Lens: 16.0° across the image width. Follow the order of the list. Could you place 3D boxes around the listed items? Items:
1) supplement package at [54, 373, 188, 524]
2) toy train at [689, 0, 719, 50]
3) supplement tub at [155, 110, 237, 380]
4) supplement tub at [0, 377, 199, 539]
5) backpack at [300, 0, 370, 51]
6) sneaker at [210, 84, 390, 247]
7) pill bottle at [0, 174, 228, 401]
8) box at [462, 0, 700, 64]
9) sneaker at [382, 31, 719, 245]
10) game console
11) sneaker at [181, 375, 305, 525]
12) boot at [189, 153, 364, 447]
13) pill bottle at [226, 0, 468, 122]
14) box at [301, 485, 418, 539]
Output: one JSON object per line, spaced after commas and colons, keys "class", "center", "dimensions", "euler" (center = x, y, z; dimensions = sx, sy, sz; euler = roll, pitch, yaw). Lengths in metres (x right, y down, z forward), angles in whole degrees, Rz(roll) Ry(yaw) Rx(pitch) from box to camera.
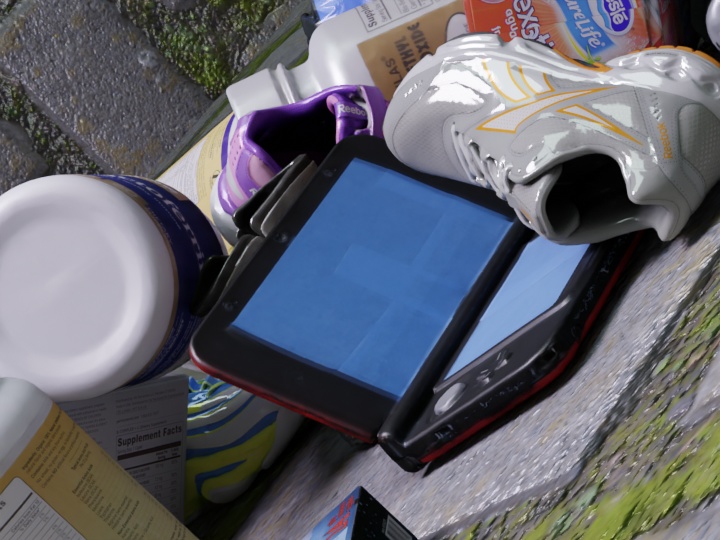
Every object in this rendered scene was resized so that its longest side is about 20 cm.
{"class": "supplement package", "center": [-0.223, 0.109, 1.463], "dimensions": [0.199, 0.112, 0.155], "euler": [6, 7, 31]}
{"class": "toy train", "center": [0.198, -0.180, 1.299], "dimensions": [0.085, 0.115, 0.200], "euler": [0, 27, 7]}
{"class": "supplement tub", "center": [-0.067, -0.022, 1.680], "dimensions": [0.200, 0.145, 0.146], "euler": [-37, 12, 46]}
{"class": "supplement tub", "center": [-0.167, 0.143, 1.239], "dimensions": [0.144, 0.200, 0.144], "euler": [-45, 9, 9]}
{"class": "backpack", "center": [0.046, -0.169, 1.754], "dimensions": [0.167, 0.163, 0.200], "euler": [-26, 12, 13]}
{"class": "sneaker", "center": [0.014, -0.066, 1.413], "dimensions": [0.089, 0.199, 0.081], "euler": [87, 171, -54]}
{"class": "pill bottle", "center": [-0.136, 0.006, 1.385], "dimensions": [0.116, 0.116, 0.200], "euler": [-45, -5, 8]}
{"class": "box", "center": [0.118, -0.143, 1.336], "dimensions": [0.099, 0.096, 0.200], "euler": [-8, 15, 14]}
{"class": "sneaker", "center": [0.080, -0.055, 1.188], "dimensions": [0.199, 0.076, 0.092], "euler": [1, 46, 41]}
{"class": "game console", "center": [0.042, -0.014, 1.231], "dimensions": [0.172, 0.119, 0.200], "euler": [-38, 13, 44]}
{"class": "sneaker", "center": [-0.113, 0.093, 1.516], "dimensions": [0.200, 0.105, 0.076], "euler": [-41, 11, 34]}
{"class": "boot", "center": [0.010, -0.018, 1.348], "dimensions": [0.200, 0.131, 0.068], "euler": [-50, 9, -24]}
{"class": "pill bottle", "center": [0.028, -0.107, 1.519], "dimensions": [0.199, 0.115, 0.114], "euler": [-24, 10, 0]}
{"class": "box", "center": [-0.041, 0.178, 1.026], "dimensions": [0.137, 0.038, 0.200], "euler": [-44, 9, 15]}
